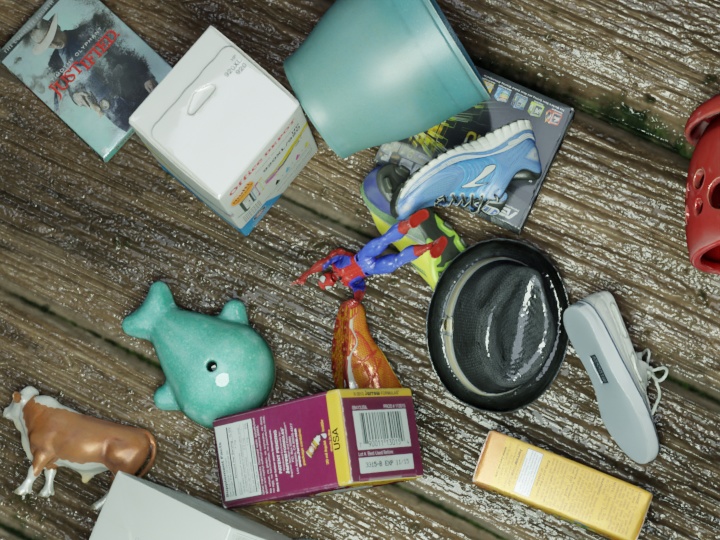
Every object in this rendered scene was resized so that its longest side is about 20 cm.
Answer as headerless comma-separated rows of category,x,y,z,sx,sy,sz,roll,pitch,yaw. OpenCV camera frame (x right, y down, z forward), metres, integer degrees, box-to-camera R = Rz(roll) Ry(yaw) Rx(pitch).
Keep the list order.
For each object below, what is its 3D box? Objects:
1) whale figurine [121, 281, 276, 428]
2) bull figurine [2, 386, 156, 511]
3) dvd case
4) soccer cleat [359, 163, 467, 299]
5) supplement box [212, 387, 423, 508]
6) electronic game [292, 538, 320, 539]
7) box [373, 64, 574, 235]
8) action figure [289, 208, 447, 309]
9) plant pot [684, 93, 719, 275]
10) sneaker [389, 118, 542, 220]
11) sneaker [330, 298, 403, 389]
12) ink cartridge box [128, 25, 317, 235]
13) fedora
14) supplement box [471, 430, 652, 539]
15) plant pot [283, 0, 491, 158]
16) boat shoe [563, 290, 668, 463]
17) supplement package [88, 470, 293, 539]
whale figurine,-0.193,0.095,1.672,0.199,0.104,0.160,40,85,10
bull figurine,-0.341,0.213,1.683,0.197,0.065,0.123,13,85,9
dvd case,-0.341,-0.254,1.790,0.200,0.022,0.146,43,85,11
soccer cleat,0.069,-0.036,1.703,0.064,0.083,0.201,-36,97,-32
supplement box,-0.049,0.197,1.584,0.198,0.130,0.105,-17,77,39
electronic game,-0.066,0.410,1.636,0.197,0.042,0.203,-3,76,11
box,0.137,-0.158,1.722,0.198,0.049,0.163,26,86,10
action figure,0.000,0.000,1.636,0.099,0.199,0.066,-42,101,-38
plant pot,0.465,-0.104,1.612,0.197,0.201,0.185,-1,76,4
sneaker,0.126,-0.100,1.638,0.198,0.079,0.090,-25,88,-14
sneaker,0.012,0.132,1.678,0.076,0.073,0.203,-8,81,-21
ink cartridge box,-0.155,-0.157,1.666,0.144,0.200,0.148,39,85,10
fedora,0.170,0.064,1.632,0.197,0.092,0.204,0,89,-14
supplement box,0.229,0.249,1.631,0.197,0.067,0.070,19,82,8
plant pot,0.021,-0.232,1.636,0.187,0.200,0.202,-32,79,9
boat shoe,0.310,0.116,1.648,0.085,0.074,0.204,-27,92,-27
supplement package,-0.166,0.336,1.544,0.190,0.199,0.149,16,80,41
